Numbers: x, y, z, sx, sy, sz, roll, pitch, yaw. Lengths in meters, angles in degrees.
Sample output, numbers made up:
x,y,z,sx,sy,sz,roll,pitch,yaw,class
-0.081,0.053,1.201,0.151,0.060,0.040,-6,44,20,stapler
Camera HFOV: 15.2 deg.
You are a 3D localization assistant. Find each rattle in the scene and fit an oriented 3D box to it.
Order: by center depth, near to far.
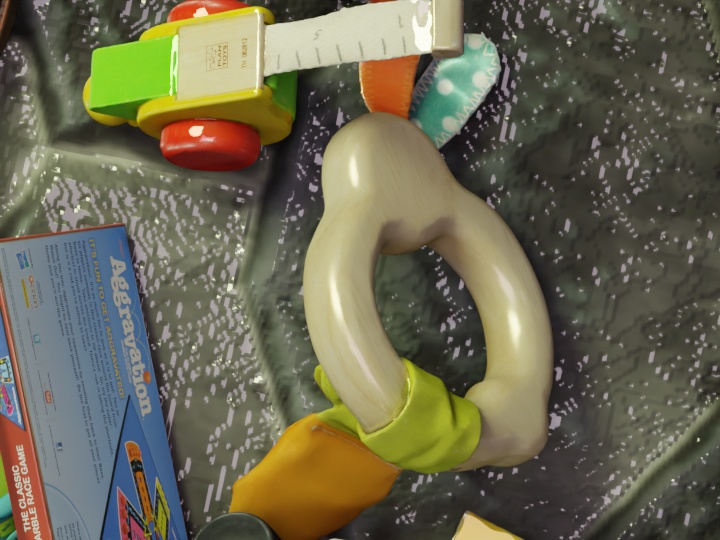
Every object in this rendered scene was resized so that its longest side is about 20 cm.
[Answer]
x,y,z,sx,sy,sz,roll,pitch,yaw,class
0.000,0.000,1.140,0.130,0.143,0.201,-7,73,-28,rattle

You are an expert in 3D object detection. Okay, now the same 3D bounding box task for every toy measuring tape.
x,y,z,sx,sy,sz,roll,pitch,yaw,class
-0.029,-0.080,1.100,0.199,0.073,0.074,-7,90,34,toy measuring tape

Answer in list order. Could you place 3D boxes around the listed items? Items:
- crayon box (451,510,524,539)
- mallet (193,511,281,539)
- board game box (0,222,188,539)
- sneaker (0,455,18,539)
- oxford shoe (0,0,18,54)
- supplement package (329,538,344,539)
x,y,z,sx,sy,sz,roll,pitch,yaw,class
0.053,0.215,1.128,0.127,0.051,0.200,28,92,2,crayon box
-0.050,0.201,1.090,0.041,0.066,0.201,-4,64,17,mallet
-0.111,0.083,1.112,0.019,0.103,0.201,-12,89,28,board game box
-0.150,0.117,1.124,0.077,0.080,0.201,-21,90,3,sneaker
-0.167,-0.182,1.128,0.071,0.071,0.201,3,89,5,oxford shoe
0.069,0.183,1.043,0.199,0.117,0.117,11,90,3,supplement package
